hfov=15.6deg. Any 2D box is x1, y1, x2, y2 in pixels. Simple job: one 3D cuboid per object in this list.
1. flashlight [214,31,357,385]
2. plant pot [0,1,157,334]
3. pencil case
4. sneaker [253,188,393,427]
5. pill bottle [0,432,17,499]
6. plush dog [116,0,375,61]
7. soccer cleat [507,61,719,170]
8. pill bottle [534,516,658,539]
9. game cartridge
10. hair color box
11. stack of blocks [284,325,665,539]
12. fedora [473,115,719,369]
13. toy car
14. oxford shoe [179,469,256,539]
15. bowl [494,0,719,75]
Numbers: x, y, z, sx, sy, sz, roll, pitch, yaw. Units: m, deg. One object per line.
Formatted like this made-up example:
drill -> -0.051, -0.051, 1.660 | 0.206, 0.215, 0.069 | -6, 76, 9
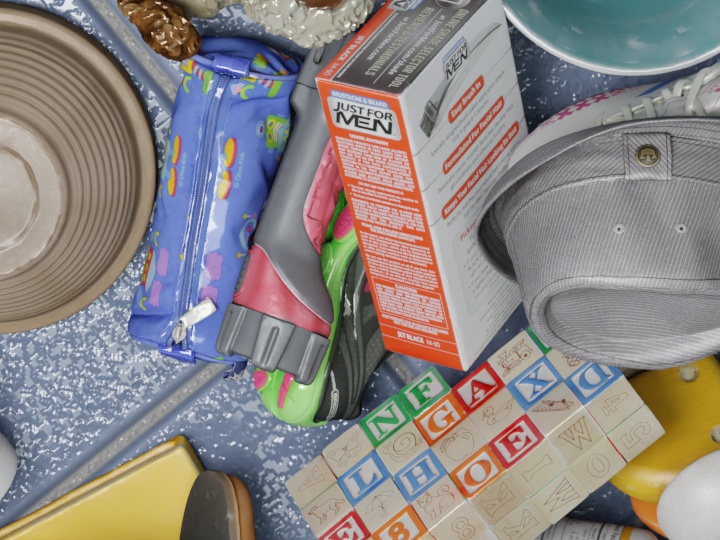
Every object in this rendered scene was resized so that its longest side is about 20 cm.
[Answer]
flashlight -> -0.022, -0.036, 1.529 | 0.068, 0.068, 0.201 | 19, 86, 33
plant pot -> -0.220, -0.052, 1.555 | 0.199, 0.093, 0.202 | -1, 105, -3
pencil case -> -0.087, -0.039, 1.567 | 0.078, 0.087, 0.201 | 12, 102, 2
sneaker -> 0.000, 0.000, 1.597 | 0.084, 0.077, 0.201 | 19, 97, -43
pill bottle -> -0.295, 0.068, 1.560 | 0.110, 0.111, 0.200 | -35, 119, 6
plush dog -> -0.063, -0.205, 1.519 | 0.171, 0.160, 0.201 | -1, 75, 12
soccer cleat -> 0.179, -0.086, 1.495 | 0.199, 0.086, 0.070 | -17, 75, -3
pill bottle -> 0.115, 0.204, 1.599 | 0.199, 0.109, 0.110 | 8, 104, 12
game cartridge -> -0.140, 0.229, 1.660 | 0.176, 0.032, 0.201 | -27, 106, 4
hair color box -> 0.046, -0.056, 1.516 | 0.064, 0.111, 0.201 | 15, 136, 31
stack of blocks -> 0.065, 0.110, 1.540 | 0.200, 0.115, 0.059 | -39, 127, 2
fedora -> 0.165, -0.005, 1.461 | 0.199, 0.091, 0.177 | 2, 147, -11
toy car -> 0.245, 0.093, 1.591 | 0.199, 0.176, 0.150 | -27, 139, 5
oxford shoe -> -0.067, 0.214, 1.620 | 0.071, 0.071, 0.201 | -15, 107, -28
bowl -> 0.154, -0.222, 1.523 | 0.199, 0.105, 0.202 | -1, 104, -2
